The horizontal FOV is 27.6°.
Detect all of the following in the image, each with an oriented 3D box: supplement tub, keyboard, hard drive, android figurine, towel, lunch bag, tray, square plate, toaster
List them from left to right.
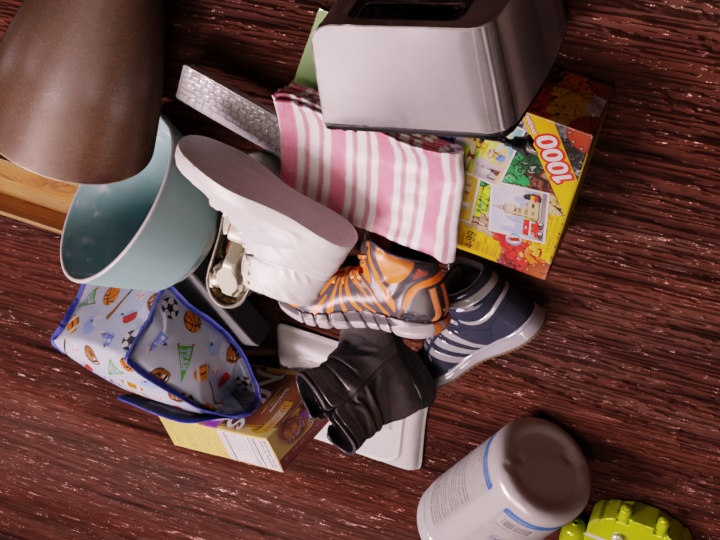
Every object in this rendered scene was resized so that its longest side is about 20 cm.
[{"bbox_3d":[-0.365,-0.093,1.715,0.200,0.037,0.099,17,139,12],"label":"tray"},{"bbox_3d":[-0.229,0.102,1.696,0.170,0.124,0.200,11,158,47],"label":"lunch bag"},{"bbox_3d":[-0.207,0.028,1.714,0.200,0.033,0.140,0,136,54],"label":"hard drive"},{"bbox_3d":[-0.093,-0.140,1.457,0.200,0.011,0.056,30,141,2],"label":"keyboard"},{"bbox_3d":[-0.015,0.164,1.794,0.198,0.028,0.200,18,140,13],"label":"square plate"},{"bbox_3d":[0.006,-0.089,1.399,0.200,0.030,0.146,23,141,21],"label":"towel"},{"bbox_3d":[0.074,-0.200,1.230,0.200,0.181,0.119,7,135,25],"label":"toaster"},{"bbox_3d":[0.166,0.267,1.720,0.132,0.132,0.200,34,141,-8],"label":"supplement tub"},{"bbox_3d":[0.331,0.345,1.781,0.182,0.041,0.200,19,142,11],"label":"android figurine"}]

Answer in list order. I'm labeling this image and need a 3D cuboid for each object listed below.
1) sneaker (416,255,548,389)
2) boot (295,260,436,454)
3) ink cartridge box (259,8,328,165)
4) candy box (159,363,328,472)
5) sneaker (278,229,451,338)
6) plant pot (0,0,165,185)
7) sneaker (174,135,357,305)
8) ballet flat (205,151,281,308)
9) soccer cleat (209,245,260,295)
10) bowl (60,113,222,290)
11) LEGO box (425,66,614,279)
[{"bbox_3d":[0.096,0.055,1.580,0.108,0.070,0.200,42,134,-19],"label":"sneaker"},{"bbox_3d":[-0.018,0.089,1.584,0.200,0.132,0.070,56,151,17],"label":"boot"},{"bbox_3d":[-0.012,-0.146,1.446,0.145,0.048,0.200,28,143,2],"label":"ink cartridge box"},{"bbox_3d":[-0.135,0.170,1.767,0.200,0.117,0.056,7,131,42],"label":"candy box"},{"bbox_3d":[0.000,0.000,1.516,0.200,0.078,0.112,5,120,26],"label":"sneaker"},{"bbox_3d":[-0.266,-0.220,1.432,0.187,0.187,0.200,27,126,2],"label":"plant pot"},{"bbox_3d":[-0.113,-0.041,1.453,0.200,0.074,0.116,34,127,3],"label":"sneaker"},{"bbox_3d":[-0.120,-0.035,1.532,0.067,0.064,0.200,26,135,8],"label":"ballet flat"},{"bbox_3d":[-0.094,-0.030,1.598,0.084,0.065,0.200,33,144,-23],"label":"soccer cleat"},{"bbox_3d":[-0.222,-0.058,1.571,0.105,0.201,0.201,29,145,-32],"label":"bowl"},{"bbox_3d":[0.137,-0.104,1.378,0.149,0.077,0.200,20,140,9],"label":"LEGO box"}]
